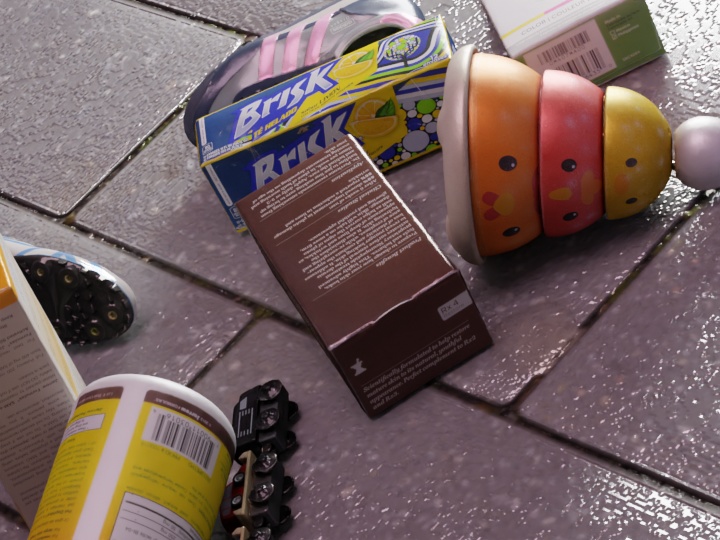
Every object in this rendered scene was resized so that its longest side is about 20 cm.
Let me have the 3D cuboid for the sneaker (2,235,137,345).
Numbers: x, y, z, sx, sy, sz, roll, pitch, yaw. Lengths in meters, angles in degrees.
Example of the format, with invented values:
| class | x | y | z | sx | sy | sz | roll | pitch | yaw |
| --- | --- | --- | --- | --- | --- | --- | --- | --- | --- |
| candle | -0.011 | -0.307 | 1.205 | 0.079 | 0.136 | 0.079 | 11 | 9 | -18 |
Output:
| class | x | y | z | sx | sy | sz | roll | pitch | yaw |
| --- | --- | --- | --- | --- | --- | --- | --- | --- | --- |
| sneaker | -0.240 | 0.008 | 1.923 | 0.199 | 0.072 | 0.072 | 10 | 24 | 31 |

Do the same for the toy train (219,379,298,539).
| class | x | y | z | sx | sy | sz | roll | pitch | yaw |
| --- | --- | --- | --- | --- | --- | --- | --- | --- | --- |
| toy train | -0.069 | 0.147 | 1.673 | 0.046 | 0.034 | 0.200 | -20 | 38 | 18 |

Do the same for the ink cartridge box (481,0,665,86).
| class | x | y | z | sx | sy | sz | roll | pitch | yaw |
| --- | --- | --- | --- | --- | --- | --- | --- | --- | --- |
| ink cartridge box | 0.141 | -0.208 | 1.923 | 0.103 | 0.059 | 0.200 | -26 | 37 | 5 |

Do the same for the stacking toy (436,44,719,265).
| class | x | y | z | sx | sy | sz | roll | pitch | yaw |
| --- | --- | --- | --- | --- | --- | --- | --- | --- | --- |
| stacking toy | 0.155 | -0.080 | 1.733 | 0.199 | 0.147 | 0.146 | -2 | 42 | 9 |

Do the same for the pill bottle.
| class | x | y | z | sx | sy | sz | roll | pitch | yaw |
| --- | --- | --- | --- | --- | --- | --- | --- | --- | --- |
| pill bottle | -0.151 | 0.172 | 1.625 | 0.109 | 0.109 | 0.201 | -5 | 51 | 29 |

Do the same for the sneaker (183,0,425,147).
| class | x | y | z | sx | sy | sz | roll | pitch | yaw |
| --- | --- | --- | --- | --- | --- | --- | --- | --- | --- |
| sneaker | -0.039 | -0.143 | 1.957 | 0.200 | 0.070 | 0.082 | -33 | 34 | -2 |

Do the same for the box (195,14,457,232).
| class | x | y | z | sx | sy | sz | roll | pitch | yaw |
| --- | --- | --- | --- | --- | --- | --- | --- | --- | --- |
| box | -0.016 | -0.106 | 1.899 | 0.199 | 0.070 | 0.064 | -23 | 35 | 8 |

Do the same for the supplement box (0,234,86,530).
| class | x | y | z | sx | sy | sz | roll | pitch | yaw |
| --- | --- | --- | --- | --- | --- | --- | --- | --- | --- |
| supplement box | -0.233 | 0.066 | 1.735 | 0.073 | 0.200 | 0.126 | -27 | 36 | -3 |

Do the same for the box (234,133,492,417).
| class | x | y | z | sx | sy | sz | roll | pitch | yaw |
| --- | --- | --- | --- | --- | --- | --- | --- | --- | --- |
| box | 0.000 | 0.000 | 1.767 | 0.100 | 0.075 | 0.200 | -31 | 35 | -3 |
